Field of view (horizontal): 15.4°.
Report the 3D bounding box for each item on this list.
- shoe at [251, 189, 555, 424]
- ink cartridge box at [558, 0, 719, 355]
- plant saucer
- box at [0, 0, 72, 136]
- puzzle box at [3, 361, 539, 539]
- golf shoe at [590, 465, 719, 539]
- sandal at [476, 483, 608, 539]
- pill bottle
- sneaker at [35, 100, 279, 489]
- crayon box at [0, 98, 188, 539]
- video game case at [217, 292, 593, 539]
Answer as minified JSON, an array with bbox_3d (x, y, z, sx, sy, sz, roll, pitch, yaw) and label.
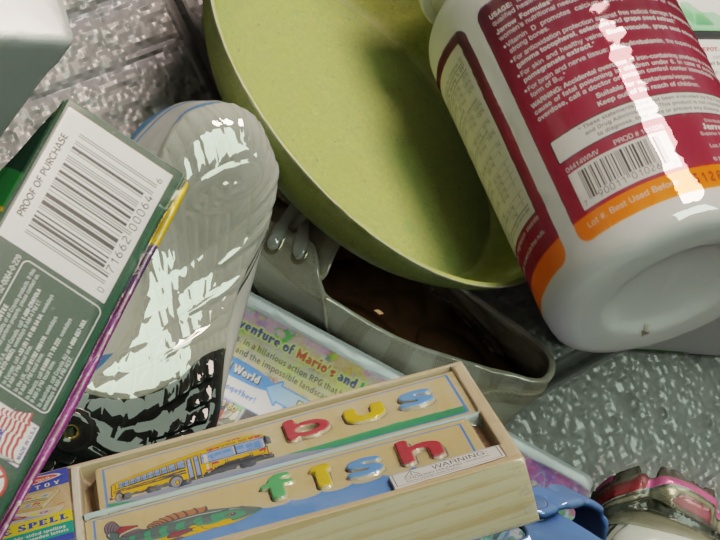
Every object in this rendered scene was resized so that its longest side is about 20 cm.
[{"bbox_3d":[0.000,0.000,1.143,0.200,0.053,0.070,36,58,-18],"label":"shoe"},{"bbox_3d":[0.160,-0.066,1.252,0.145,0.084,0.200,5,71,-32],"label":"ink cartridge box"},{"bbox_3d":[0.003,-0.068,1.146,0.200,0.031,0.200,33,34,-26],"label":"plant saucer"},{"bbox_3d":[-0.231,-0.086,0.948,0.200,0.152,0.106,-1,60,-35],"label":"box"},{"bbox_3d":[-0.045,0.084,0.946,0.200,0.133,0.025,-15,104,-5],"label":"puzzle box"},{"bbox_3d":[0.179,0.171,1.183,0.200,0.073,0.092,29,41,-16],"label":"golf shoe"},{"bbox_3d":[0.027,0.112,1.061,0.200,0.080,0.087,18,23,-6],"label":"sandal"},{"bbox_3d":[0.094,-0.074,1.134,0.110,0.110,0.200,-3,57,-34],"label":"pill bottle"},{"bbox_3d":[-0.087,0.028,1.047,0.072,0.072,0.200,24,78,-17],"label":"sneaker"},{"bbox_3d":[-0.155,0.059,0.944,0.058,0.173,0.200,34,58,-14],"label":"crayon box"},{"bbox_3d":[-0.019,0.117,1.086,0.200,0.024,0.182,29,59,-8],"label":"video game case"}]
